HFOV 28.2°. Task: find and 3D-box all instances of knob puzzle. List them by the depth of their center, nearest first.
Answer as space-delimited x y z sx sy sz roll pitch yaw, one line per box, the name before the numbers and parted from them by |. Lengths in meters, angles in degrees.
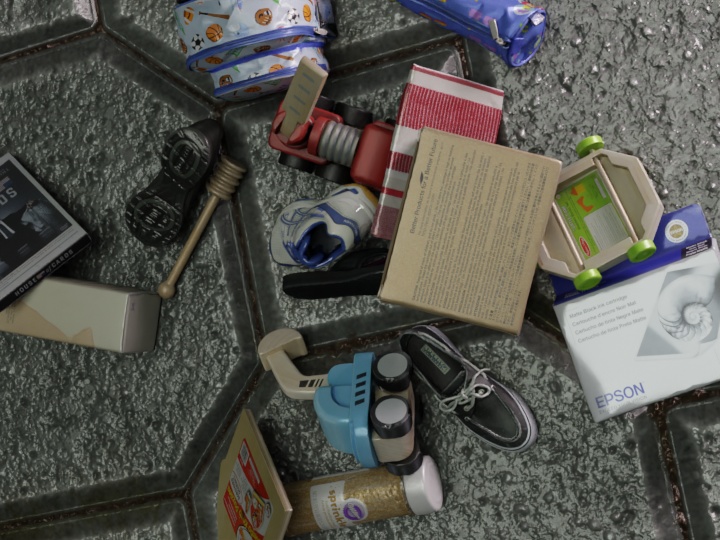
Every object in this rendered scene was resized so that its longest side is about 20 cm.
knob puzzle | -0.130 0.301 1.745 0.219 0.030 0.221 -10 79 63

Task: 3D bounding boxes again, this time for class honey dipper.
honey dipper | -0.206 -0.051 1.821 0.038 0.038 0.201 32 101 17

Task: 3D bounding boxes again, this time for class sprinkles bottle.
sprinkles bottle | -0.003 0.272 1.727 0.199 0.068 0.069 -13 85 19

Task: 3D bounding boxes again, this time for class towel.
towel | 0.090 -0.126 1.671 0.023 0.144 0.201 17 95 54

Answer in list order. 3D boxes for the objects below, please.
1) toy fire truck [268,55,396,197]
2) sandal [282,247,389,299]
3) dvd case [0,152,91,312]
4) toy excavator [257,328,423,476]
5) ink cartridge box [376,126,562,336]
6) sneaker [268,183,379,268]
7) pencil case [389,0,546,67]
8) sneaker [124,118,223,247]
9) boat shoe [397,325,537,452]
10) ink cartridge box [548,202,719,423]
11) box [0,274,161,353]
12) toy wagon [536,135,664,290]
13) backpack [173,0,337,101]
toy fire truck | -0.024 -0.164 1.664 0.175 0.200 0.129 20 96 10
sandal | -0.001 0.000 1.732 0.199 0.075 0.048 -4 70 19
dvd case | -0.460 -0.052 1.854 0.150 0.025 0.200 -40 57 -14
toy excavator | -0.029 0.146 1.704 0.199 0.100 0.195 -5 48 9
ink cartridge box | 0.122 -0.044 1.604 0.164 0.075 0.201 15 93 5
sneaker | -0.061 -0.039 1.703 0.075 0.088 0.200 46 143 -12
pencil case | 0.123 -0.311 1.685 0.200 0.087 0.078 32 124 18
sneaker | -0.226 -0.109 1.812 0.076 0.091 0.200 39 124 0
boat shoe | 0.123 0.138 1.684 0.074 0.068 0.199 -45 76 13
ink cartridge box | 0.326 0.048 1.630 0.199 0.041 0.201 -22 81 18
box | -0.367 0.051 1.846 0.199 0.095 0.078 9 92 21
toy wagon | 0.243 -0.054 1.649 0.199 0.040 0.156 -29 65 17
backpack | -0.131 -0.284 1.717 0.199 0.190 0.155 -20 83 17
